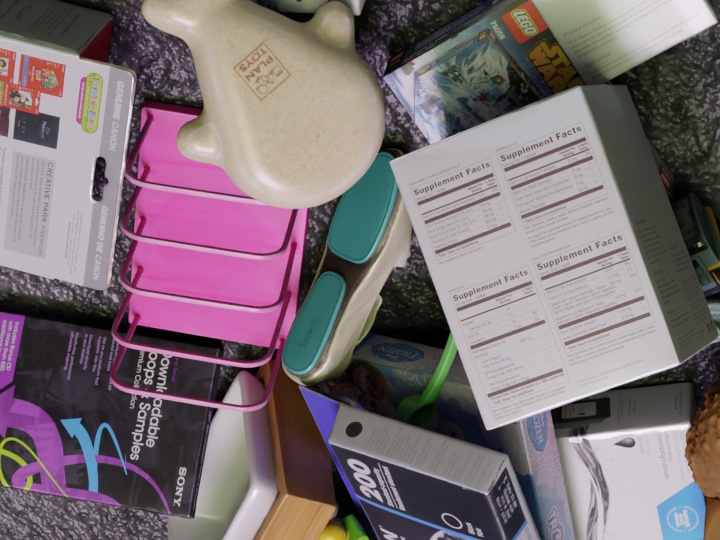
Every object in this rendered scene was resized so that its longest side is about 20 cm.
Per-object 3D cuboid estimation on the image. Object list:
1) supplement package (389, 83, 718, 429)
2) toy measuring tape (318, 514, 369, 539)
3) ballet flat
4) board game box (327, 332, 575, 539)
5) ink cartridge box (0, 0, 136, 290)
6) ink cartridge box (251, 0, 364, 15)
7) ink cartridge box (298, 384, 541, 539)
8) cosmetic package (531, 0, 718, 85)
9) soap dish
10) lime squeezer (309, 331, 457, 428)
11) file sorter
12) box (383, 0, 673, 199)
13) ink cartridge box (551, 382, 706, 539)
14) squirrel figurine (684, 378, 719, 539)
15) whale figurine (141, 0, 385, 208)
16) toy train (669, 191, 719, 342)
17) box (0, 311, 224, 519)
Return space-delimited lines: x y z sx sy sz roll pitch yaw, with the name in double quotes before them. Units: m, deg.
"supplement package" 0.141 -0.013 1.514 0.150 0.152 0.201 -21 88 20
"toy measuring tape" -0.008 0.269 1.799 0.073 0.074 0.200 -8 144 13
"ballet flat" 0.000 0.000 1.675 0.069 0.069 0.201 26 99 -6
"board game box" 0.072 0.155 1.717 0.198 0.043 0.201 10 126 38
"ink cartridge box" -0.254 -0.104 1.644 0.175 0.084 0.201 16 121 6
"ink cartridge box" -0.054 -0.252 1.543 0.199 0.068 0.117 3 121 7
"ink cartridge box" 0.048 0.188 1.660 0.199 0.043 0.199 17 147 34
"cosmetic package" 0.159 -0.244 1.508 0.112 0.081 0.200 -26 111 21
"soap dish" -0.090 0.197 1.755 0.081 0.158 0.200 14 127 -21
"lime squeezer" 0.031 0.103 1.665 0.038 0.071 0.200 2 163 -35
"file sorter" -0.120 -0.006 1.660 0.138 0.126 0.201 9 120 3
"box" 0.129 -0.108 1.612 0.137 0.040 0.200 -27 112 23
"ink cartridge box" 0.181 0.166 1.745 0.199 0.067 0.116 -8 118 14
"squirrel figurine" 0.350 0.155 1.654 0.200 0.186 0.142 57 142 11
"whale figurine" -0.072 -0.140 1.537 0.159 0.104 0.200 -42 104 -1
"toy train" 0.203 0.017 1.633 0.199 0.085 0.114 -23 134 18
"box" -0.222 0.119 1.758 0.199 0.036 0.144 9 84 3
